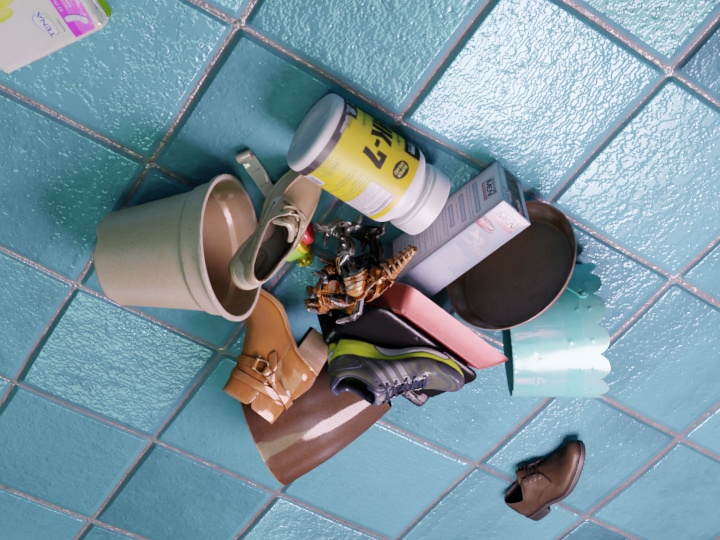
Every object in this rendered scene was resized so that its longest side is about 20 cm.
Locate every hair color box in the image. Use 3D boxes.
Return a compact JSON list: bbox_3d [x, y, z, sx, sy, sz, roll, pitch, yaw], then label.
[{"bbox_3d":[0.137,-0.052,1.490,0.061,0.099,0.200,38,119,-27],"label":"hair color box"}]

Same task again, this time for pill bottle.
[{"bbox_3d":[0.013,-0.136,1.415,0.200,0.114,0.114,31,122,-22],"label":"pill bottle"}]

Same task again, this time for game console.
[{"bbox_3d":[0.049,0.102,1.580,0.200,0.176,0.116,37,105,-25],"label":"game console"}]

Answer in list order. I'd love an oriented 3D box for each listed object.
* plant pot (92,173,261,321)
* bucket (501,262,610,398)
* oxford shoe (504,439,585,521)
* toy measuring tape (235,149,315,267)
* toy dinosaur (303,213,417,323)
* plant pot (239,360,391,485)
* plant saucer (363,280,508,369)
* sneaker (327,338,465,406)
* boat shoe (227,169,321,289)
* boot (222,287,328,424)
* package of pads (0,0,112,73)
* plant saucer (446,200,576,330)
[{"bbox_3d":[-0.257,-0.023,1.471,0.183,0.201,0.201,-5,129,17],"label":"plant pot"},{"bbox_3d":[0.276,0.089,1.542,0.135,0.207,0.207,-4,128,3],"label":"bucket"},{"bbox_3d":[0.314,0.356,1.828,0.084,0.073,0.200,23,125,-15],"label":"oxford shoe"},{"bbox_3d":[-0.118,-0.075,1.491,0.074,0.074,0.200,-21,126,15],"label":"toy measuring tape"},{"bbox_3d":[0.000,0.000,1.480,0.200,0.136,0.102,-13,162,21],"label":"toy dinosaur"},{"bbox_3d":[-0.061,0.208,1.658,0.200,0.187,0.187,-24,125,6],"label":"plant pot"},{"bbox_3d":[0.087,0.077,1.543,0.200,0.200,0.037,37,79,-25],"label":"plant saucer"},{"bbox_3d":[0.046,0.154,1.496,0.200,0.081,0.074,4,138,9],"label":"sneaker"},{"bbox_3d":[-0.102,-0.060,1.433,0.072,0.200,0.065,42,156,-23],"label":"boat shoe"},{"bbox_3d":[-0.155,0.114,1.567,0.200,0.074,0.155,38,84,5],"label":"boot"},{"bbox_3d":[-0.419,-0.350,1.277,0.154,0.068,0.200,-21,125,15],"label":"package of pads"},{"bbox_3d":[0.212,-0.002,1.473,0.200,0.200,0.034,-30,136,21],"label":"plant saucer"}]
